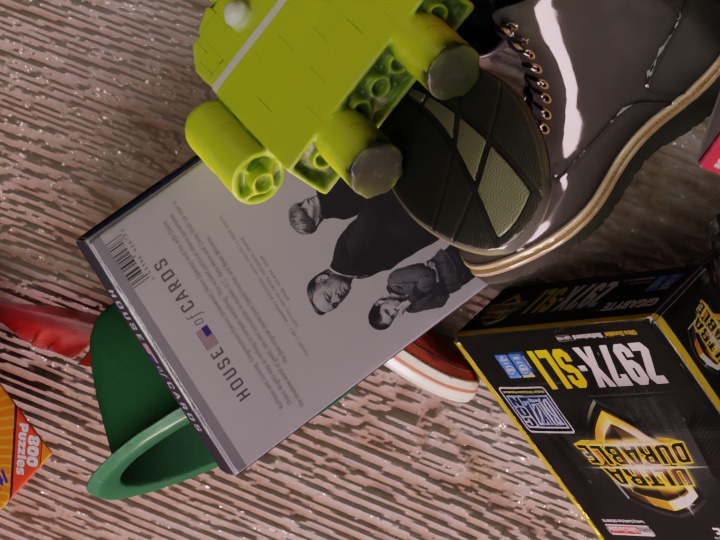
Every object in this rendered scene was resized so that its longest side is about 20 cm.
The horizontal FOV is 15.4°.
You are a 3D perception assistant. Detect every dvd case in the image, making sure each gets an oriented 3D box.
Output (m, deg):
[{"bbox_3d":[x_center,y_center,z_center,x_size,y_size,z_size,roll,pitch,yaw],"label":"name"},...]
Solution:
[{"bbox_3d":[-0.032,-0.009,1.420,0.150,0.200,0.025,58,159,-12],"label":"dvd case"}]

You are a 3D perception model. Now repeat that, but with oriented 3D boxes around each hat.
[{"bbox_3d":[-0.120,0.020,1.514,0.200,0.166,0.176,-23,75,-14],"label":"hat"}]

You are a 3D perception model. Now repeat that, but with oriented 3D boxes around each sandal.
[{"bbox_3d":[0.042,-0.069,1.342,0.057,0.201,0.080,31,98,-37],"label":"sandal"}]

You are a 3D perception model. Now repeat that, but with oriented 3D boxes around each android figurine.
[{"bbox_3d":[-0.020,-0.122,1.359,0.041,0.200,0.182,31,103,-43],"label":"android figurine"}]

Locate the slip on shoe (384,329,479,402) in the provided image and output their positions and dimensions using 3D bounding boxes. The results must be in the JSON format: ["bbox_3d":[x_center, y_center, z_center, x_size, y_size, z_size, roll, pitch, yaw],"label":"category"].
[{"bbox_3d":[0.000,0.000,1.481,0.061,0.074,0.200,-45,106,0],"label":"slip on shoe"}]

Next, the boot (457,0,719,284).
[{"bbox_3d":[0.089,-0.093,1.370,0.138,0.078,0.200,29,113,-37],"label":"boot"}]

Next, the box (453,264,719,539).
[{"bbox_3d":[0.156,0.078,1.427,0.160,0.049,0.200,55,155,-14],"label":"box"}]

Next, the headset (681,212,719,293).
[{"bbox_3d":[0.230,0.051,1.428,0.123,0.094,0.200,-17,123,22],"label":"headset"}]

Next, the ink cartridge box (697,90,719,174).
[{"bbox_3d":[0.285,-0.095,1.273,0.200,0.145,0.145,20,79,1],"label":"ink cartridge box"}]

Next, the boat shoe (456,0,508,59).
[{"bbox_3d":[0.083,-0.196,1.350,0.070,0.066,0.200,22,121,2],"label":"boat shoe"}]

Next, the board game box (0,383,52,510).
[{"bbox_3d":[-0.345,0.105,1.518,0.200,0.200,0.200,-18,113,45],"label":"board game box"}]
